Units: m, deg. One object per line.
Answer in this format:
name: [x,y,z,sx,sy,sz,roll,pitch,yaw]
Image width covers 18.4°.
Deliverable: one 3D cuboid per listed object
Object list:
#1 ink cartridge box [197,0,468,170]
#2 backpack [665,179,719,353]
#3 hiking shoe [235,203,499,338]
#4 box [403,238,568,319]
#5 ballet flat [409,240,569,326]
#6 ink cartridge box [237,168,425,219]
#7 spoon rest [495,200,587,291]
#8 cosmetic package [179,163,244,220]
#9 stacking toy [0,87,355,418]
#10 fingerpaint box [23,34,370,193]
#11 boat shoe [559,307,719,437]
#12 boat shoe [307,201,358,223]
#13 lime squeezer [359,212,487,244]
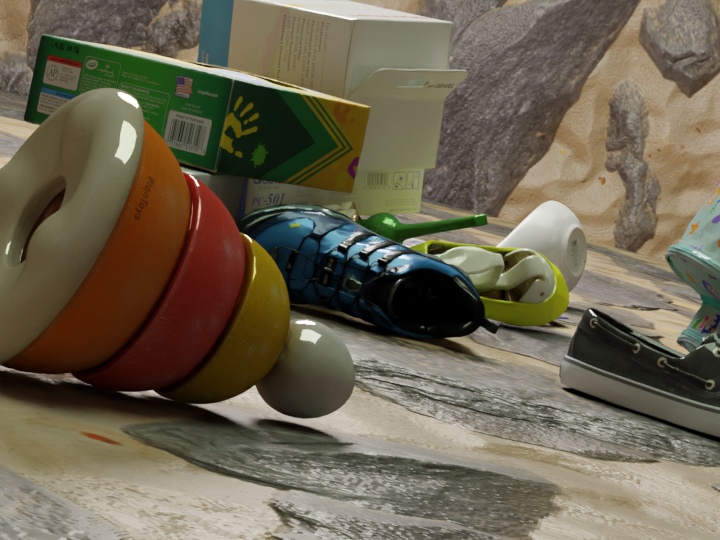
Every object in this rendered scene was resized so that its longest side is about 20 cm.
ink cartridge box: [-0.024,-0.157,1.838,0.200,0.126,0.128,18,16,41]
backpack: [0.309,0.027,1.568,0.200,0.151,0.178,42,0,-10]
hiking shoe: [0.000,0.000,1.594,0.199,0.075,0.087,13,4,-16]
box: [0.091,0.005,2.007,0.199,0.042,0.119,14,4,25]
ballet flat: [0.111,0.006,1.846,0.199,0.067,0.067,6,-29,-35]
ink cartridge box: [-0.049,-0.073,1.844,0.200,0.044,0.094,-4,14,-44]
spoon rest: [0.165,-0.010,2.151,0.060,0.100,0.200,1,11,28]
cosmetic package: [-0.159,-0.044,1.605,0.112,0.081,0.200,13,5,5]
stacking toy: [-0.085,0.020,1.063,0.200,0.146,0.146,33,-4,-26]
fingerpaint box: [-0.122,-0.120,1.677,0.200,0.074,0.167,16,6,37]
boat shoe: [0.230,0.071,1.490,0.199,0.067,0.070,17,6,33]
boat shoe: [-0.039,-0.022,1.734,0.069,0.074,0.200,4,-3,-3]
lime squeezer: [0.021,-0.033,1.813,0.070,0.038,0.200,-27,8,-26]
